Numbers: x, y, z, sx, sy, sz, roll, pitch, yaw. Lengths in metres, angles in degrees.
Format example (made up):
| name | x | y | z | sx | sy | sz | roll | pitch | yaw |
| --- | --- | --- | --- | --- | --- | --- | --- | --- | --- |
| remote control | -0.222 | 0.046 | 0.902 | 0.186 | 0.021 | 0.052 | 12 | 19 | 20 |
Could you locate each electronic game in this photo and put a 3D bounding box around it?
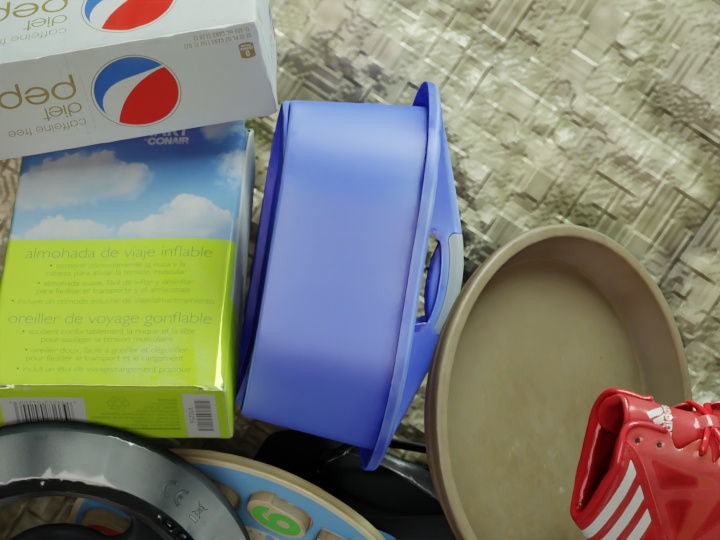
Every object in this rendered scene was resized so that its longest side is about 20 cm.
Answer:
| name | x | y | z | sx | sy | sz | roll | pitch | yaw |
| --- | --- | --- | --- | --- | --- | --- | --- | --- | --- |
| electronic game | -0.150 | 0.162 | 1.491 | 0.199 | 0.042 | 0.200 | 0 | 119 | 0 |

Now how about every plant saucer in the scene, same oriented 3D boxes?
| name | x | y | z | sx | sy | sz | roll | pitch | yaw |
| --- | --- | --- | --- | --- | --- | --- | --- | --- | --- |
| plant saucer | 0.100 | 0.076 | 1.522 | 0.029 | 0.200 | 0.201 | -4 | 106 | 44 |

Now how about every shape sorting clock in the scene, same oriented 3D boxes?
| name | x | y | z | sx | sy | sz | roll | pitch | yaw |
| --- | --- | --- | --- | --- | --- | --- | --- | --- | --- |
| shape sorting clock | -0.062 | 0.168 | 1.557 | 0.199 | 0.039 | 0.200 | 10 | 138 | 10 |

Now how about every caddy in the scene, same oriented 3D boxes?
| name | x | y | z | sx | sy | sz | roll | pitch | yaw |
| --- | --- | --- | --- | --- | --- | --- | --- | --- | --- |
| caddy | 0.000 | 0.000 | 1.503 | 0.105 | 0.141 | 0.201 | 9 | 93 | -6 |

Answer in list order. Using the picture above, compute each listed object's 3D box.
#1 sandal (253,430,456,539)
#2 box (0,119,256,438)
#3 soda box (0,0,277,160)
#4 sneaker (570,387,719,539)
| name | x | y | z | sx | sy | sz | roll | pitch | yaw |
| --- | --- | --- | --- | --- | --- | --- | --- | --- | --- |
| sandal | 0.040 | 0.116 | 1.572 | 0.200 | 0.076 | 0.043 | 15 | 114 | -12 |
| box | -0.119 | -0.006 | 1.510 | 0.122 | 0.200 | 0.048 | 0 | 140 | 4 |
| soda box | -0.144 | -0.108 | 1.520 | 0.199 | 0.068 | 0.064 | -10 | 131 | 5 |
| sneaker | 0.192 | 0.085 | 1.484 | 0.200 | 0.078 | 0.116 | -43 | 119 | 10 |
